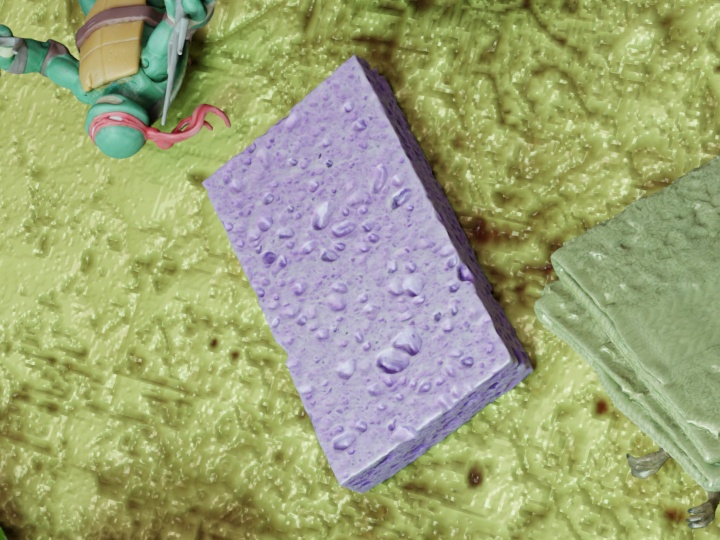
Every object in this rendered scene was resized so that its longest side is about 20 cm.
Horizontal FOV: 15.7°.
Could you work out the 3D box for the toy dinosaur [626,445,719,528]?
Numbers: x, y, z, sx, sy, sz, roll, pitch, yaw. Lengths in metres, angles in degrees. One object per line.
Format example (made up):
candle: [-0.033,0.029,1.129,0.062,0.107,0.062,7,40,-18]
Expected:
toy dinosaur: [0.175,0.050,1.183,0.101,0.058,0.200,-11,50,23]

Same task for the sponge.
sponge: [0.000,0.000,1.319,0.111,0.030,0.200,-37,59,18]

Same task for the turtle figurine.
turtle figurine: [-0.136,-0.131,1.408,0.149,0.101,0.200,-12,53,14]

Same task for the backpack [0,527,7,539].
backpack: [-0.270,0.206,1.360,0.183,0.147,0.201,-13,66,27]

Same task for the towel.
towel: [0.190,0.003,1.148,0.200,0.037,0.148,-32,53,-9]
